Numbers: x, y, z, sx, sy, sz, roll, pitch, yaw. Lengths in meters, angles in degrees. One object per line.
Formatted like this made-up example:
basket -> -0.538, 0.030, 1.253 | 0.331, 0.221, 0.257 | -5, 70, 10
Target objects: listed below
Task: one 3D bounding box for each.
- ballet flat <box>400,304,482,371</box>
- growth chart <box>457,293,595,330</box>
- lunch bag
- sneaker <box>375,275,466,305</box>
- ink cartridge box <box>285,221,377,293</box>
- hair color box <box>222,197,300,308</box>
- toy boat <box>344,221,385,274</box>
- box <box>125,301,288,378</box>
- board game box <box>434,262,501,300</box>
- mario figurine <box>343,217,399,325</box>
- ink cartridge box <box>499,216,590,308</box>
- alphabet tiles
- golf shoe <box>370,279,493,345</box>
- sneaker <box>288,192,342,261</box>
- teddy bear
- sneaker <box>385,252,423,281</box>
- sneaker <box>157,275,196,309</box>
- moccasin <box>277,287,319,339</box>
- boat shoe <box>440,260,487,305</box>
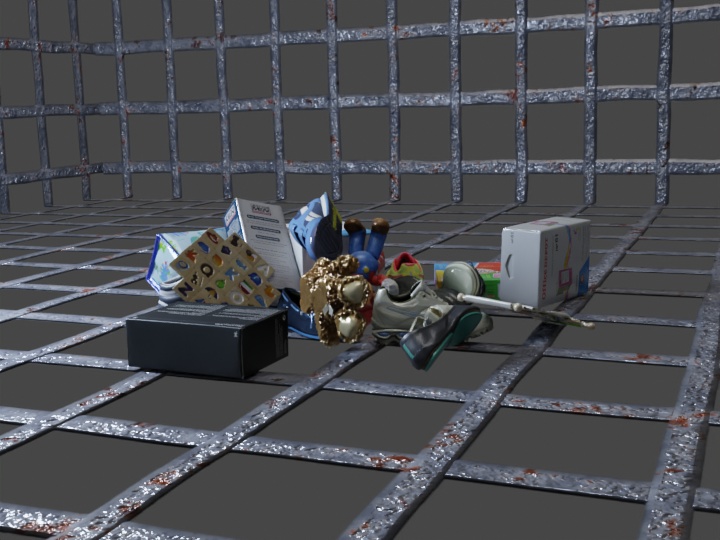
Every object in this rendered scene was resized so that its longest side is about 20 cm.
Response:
ballet flat -> 0.116, 0.084, 1.451 | 0.072, 0.074, 0.200 | 4, 19, 30
growth chart -> 0.265, 0.065, 1.592 | 0.199, 0.018, 0.144 | 14, -4, -37
lunch bag -> -0.266, 0.022, 1.791 | 0.169, 0.128, 0.200 | -11, 40, -44
sneaker -> 0.086, 0.058, 1.678 | 0.090, 0.077, 0.199 | -18, 16, -38
ink cartridge box -> -0.070, -0.009, 1.858 | 0.145, 0.148, 0.200 | -5, 11, -19
hair color box -> -0.178, -0.030, 1.775 | 0.099, 0.201, 0.061 | 9, -41, -33
toy boat -> -0.017, -0.040, 2.075 | 0.129, 0.132, 0.200 | 0, 10, 9
box -> -0.226, 0.100, 1.459 | 0.198, 0.080, 0.141 | 3, 8, 24
board game box -> 0.224, 0.021, 1.946 | 0.151, 0.041, 0.200 | -1, 10, 2
mario figurine -> 0.000, 0.000, 1.682 | 0.105, 0.202, 0.123 | 24, -30, -34
ink cartridge box -> 0.347, -0.016, 1.833 | 0.084, 0.146, 0.199 | 8, 14, 40
alphabet tiles -> -0.223, 0.015, 1.634 | 0.006, 0.166, 0.200 | -46, 3, 38
golf shoe -> 0.115, 0.064, 1.554 | 0.198, 0.098, 0.078 | -2, 8, -9
sneaker -> -0.078, -0.061, 1.670 | 0.082, 0.074, 0.200 | -23, 21, 11
teddy bear -> -0.030, 0.045, 1.510 | 0.066, 0.147, 0.200 | -4, -5, -24
sneaker -> 0.088, 0.007, 1.905 | 0.077, 0.091, 0.200 | -5, 9, -9
sneaker -> -0.242, 0.053, 1.640 | 0.198, 0.110, 0.070 | -3, 10, -9
moccasin -> -0.080, 0.070, 1.633 | 0.080, 0.069, 0.199 | -11, 15, -44
boat shoe -> 0.183, 0.022, 1.691 | 0.062, 0.075, 0.200 | -27, -13, -8
